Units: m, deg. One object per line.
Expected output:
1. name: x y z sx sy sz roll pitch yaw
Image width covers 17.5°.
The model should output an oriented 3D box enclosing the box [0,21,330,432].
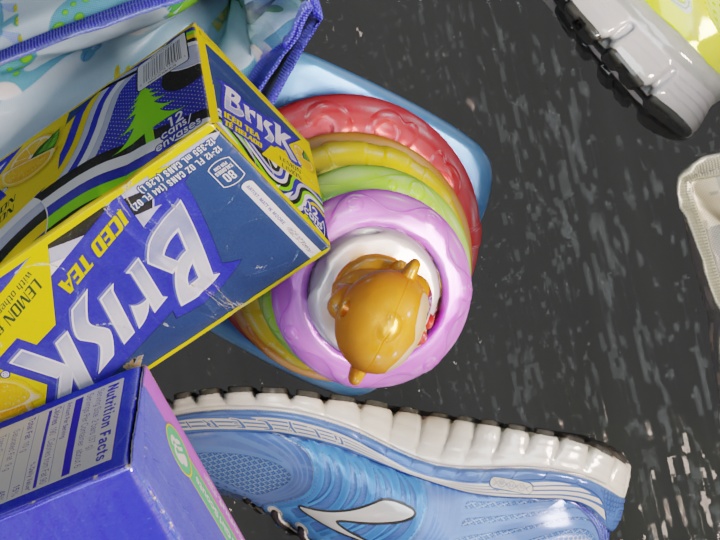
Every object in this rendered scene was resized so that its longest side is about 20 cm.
1. box: -0.111 0.007 0.797 0.200 0.070 0.064 -33 36 16

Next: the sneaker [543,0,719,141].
1. sneaker: 0.090 -0.149 0.897 0.090 0.078 0.200 -38 84 0

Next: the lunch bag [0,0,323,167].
1. lunch bag: -0.108 -0.088 0.874 0.200 0.127 0.170 -36 35 14

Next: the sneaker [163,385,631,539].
1. sneaker: -0.002 0.093 0.894 0.200 0.079 0.089 8 85 14

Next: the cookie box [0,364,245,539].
1. cookie box: -0.126 0.148 0.798 0.200 0.075 0.171 -22 116 9

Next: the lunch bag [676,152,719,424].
1. lunch bag: 0.218 -0.003 0.802 0.200 0.164 0.118 -11 87 12

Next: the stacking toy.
1. stacking toy: 0.000 0.000 0.826 0.110 0.200 0.116 27 96 -12
